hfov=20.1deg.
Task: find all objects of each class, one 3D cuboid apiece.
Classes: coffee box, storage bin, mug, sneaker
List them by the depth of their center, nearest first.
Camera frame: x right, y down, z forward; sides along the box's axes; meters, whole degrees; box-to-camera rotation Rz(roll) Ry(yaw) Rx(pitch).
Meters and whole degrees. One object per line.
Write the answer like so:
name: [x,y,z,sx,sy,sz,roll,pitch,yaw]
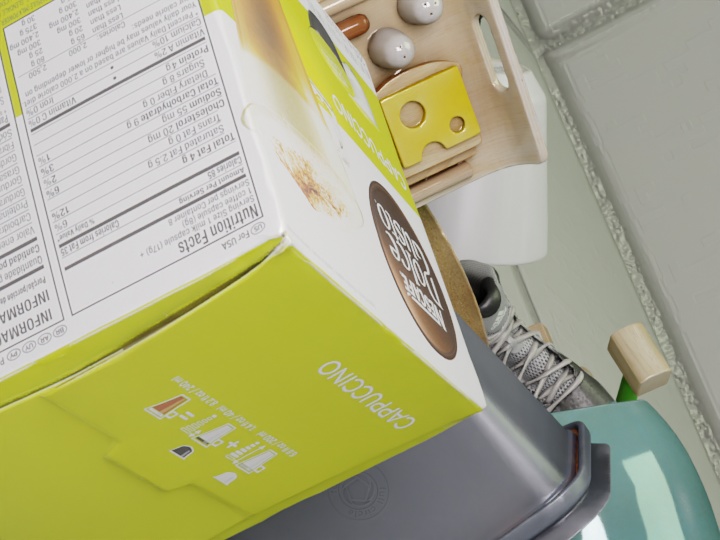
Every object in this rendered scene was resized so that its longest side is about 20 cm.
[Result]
coffee box: [-0.094,-0.012,0.835,0.200,0.199,0.199,42,25,-57]
storage bin: [0.015,0.108,1.074,0.135,0.199,0.146,52,15,-7]
sneaker: [0.107,0.061,1.436,0.199,0.075,0.116,36,-17,19]
mug: [0.075,-0.100,1.702,0.149,0.185,0.154,-33,132,-67]

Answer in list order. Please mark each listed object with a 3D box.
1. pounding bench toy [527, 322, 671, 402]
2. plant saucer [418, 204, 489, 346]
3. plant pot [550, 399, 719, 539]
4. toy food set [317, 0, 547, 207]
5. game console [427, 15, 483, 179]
pounding bench toy: [0.160,0.124,1.562,0.156,0.199,0.125,36,30,-62]
plant saucer: [0.021,0.003,1.411,0.201,0.035,0.201,54,-18,26]
plant pot: [0.135,0.171,1.301,0.200,0.199,0.162,11,68,-74]
toy food set: [0.000,-0.088,1.165,0.144,0.199,0.060,68,-12,-17]
game console: [-0.022,-0.135,1.305,0.116,0.198,0.177,67,31,-73]
